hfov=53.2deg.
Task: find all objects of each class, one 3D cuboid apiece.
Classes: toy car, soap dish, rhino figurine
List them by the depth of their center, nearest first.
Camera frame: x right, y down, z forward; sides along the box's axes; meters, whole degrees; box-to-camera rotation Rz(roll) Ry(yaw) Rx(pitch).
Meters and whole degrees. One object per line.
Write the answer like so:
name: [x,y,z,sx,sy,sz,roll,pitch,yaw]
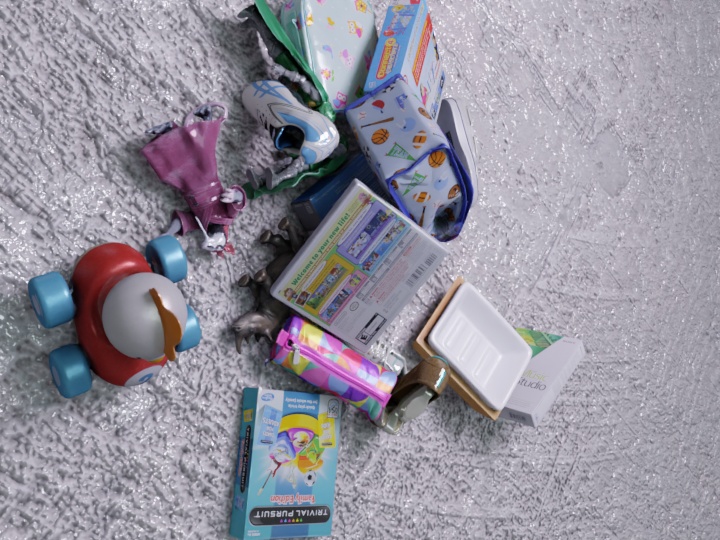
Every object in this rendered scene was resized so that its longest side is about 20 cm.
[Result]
toy car: [-0.256,0.066,0.837,0.182,0.198,0.181,-21,112,-34]
rhino figurine: [-0.130,0.030,1.044,0.087,0.059,0.203,40,65,-38]
soap dish: [0.192,0.135,1.251,0.200,0.081,0.158,44,60,-10]

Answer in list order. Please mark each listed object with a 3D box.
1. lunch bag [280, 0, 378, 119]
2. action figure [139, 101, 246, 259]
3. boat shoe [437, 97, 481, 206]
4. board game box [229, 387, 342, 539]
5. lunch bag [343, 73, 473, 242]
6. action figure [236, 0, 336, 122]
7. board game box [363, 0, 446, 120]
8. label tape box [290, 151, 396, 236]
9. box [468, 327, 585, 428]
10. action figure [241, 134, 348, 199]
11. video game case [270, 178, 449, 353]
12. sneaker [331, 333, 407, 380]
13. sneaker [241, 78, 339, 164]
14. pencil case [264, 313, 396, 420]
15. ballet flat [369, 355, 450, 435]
lunch bag: [-0.046,-0.344,1.141,0.158,0.076,0.205,-13,93,-37]
action figure: [-0.222,-0.110,0.985,0.150,0.131,0.204,-86,160,-66]
boat shoe: [0.190,-0.216,1.320,0.065,0.072,0.205,-12,84,-33]
board game box: [-0.105,0.279,1.044,0.149,0.046,0.205,12,78,-37]
lunch bag: [0.082,-0.155,1.059,0.201,0.122,0.172,54,9,-53]
action figure: [-0.101,-0.294,1.044,0.054,0.118,0.201,-39,91,-2]
board game box: [0.079,-0.305,1.179,0.197,0.055,0.204,59,41,-55]
label tape box: [-0.003,-0.064,1.151,0.144,0.063,0.202,-43,112,-32]
box: [0.302,0.189,1.312,0.200,0.142,0.037,-43,125,-33]
action figure: [-0.082,-0.164,1.077,0.199,0.116,0.056,-34,120,-45]
video game case: [0.000,0.000,1.017,0.181,0.022,0.201,33,105,-26]
sneaker: [0.029,0.133,1.146,0.071,0.080,0.201,-48,112,-29]
sneaker: [-0.113,-0.211,1.011,0.072,0.199,0.073,-34,140,-25]
pencil case: [-0.042,0.142,1.056,0.197,0.088,0.090,30,67,-13]
ballet flat: [0.065,0.205,1.091,0.067,0.200,0.073,36,40,-13]
